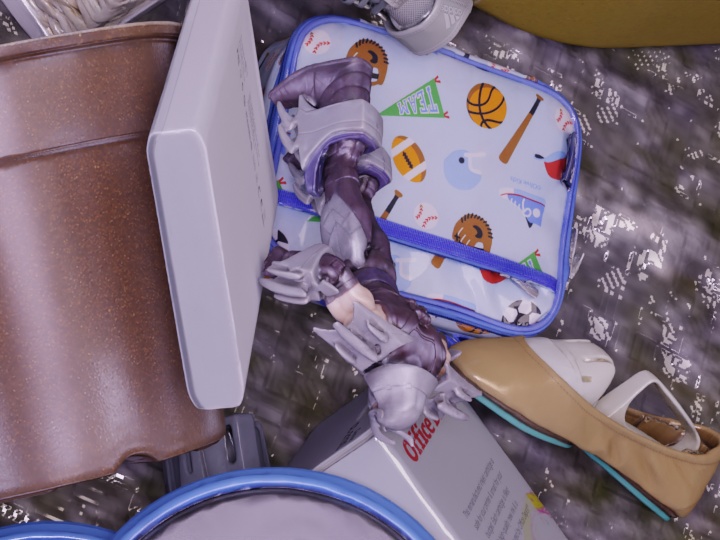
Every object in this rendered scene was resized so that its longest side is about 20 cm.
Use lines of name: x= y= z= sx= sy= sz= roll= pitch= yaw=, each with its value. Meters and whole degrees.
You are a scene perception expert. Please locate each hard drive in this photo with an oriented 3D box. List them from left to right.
hard drive: x=-0.065 y=-0.043 z=1.090 sx=0.027 sy=0.200 sz=0.132 roll=-5 pitch=116 yaw=5

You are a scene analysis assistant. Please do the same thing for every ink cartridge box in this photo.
ink cartridge box: x=0.048 y=0.157 z=1.207 sx=0.200 sy=0.083 sz=0.146 roll=54 pitch=19 yaw=-4

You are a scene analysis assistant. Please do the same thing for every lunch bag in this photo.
lunch bag: x=0.029 y=-0.041 z=1.295 sx=0.200 sy=0.076 sz=0.160 roll=17 pitch=71 yaw=-22

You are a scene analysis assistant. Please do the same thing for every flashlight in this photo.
flashlight: x=-0.064 y=0.178 z=1.196 sx=0.068 sy=0.068 sz=0.200 roll=-12 pitch=76 yaw=5

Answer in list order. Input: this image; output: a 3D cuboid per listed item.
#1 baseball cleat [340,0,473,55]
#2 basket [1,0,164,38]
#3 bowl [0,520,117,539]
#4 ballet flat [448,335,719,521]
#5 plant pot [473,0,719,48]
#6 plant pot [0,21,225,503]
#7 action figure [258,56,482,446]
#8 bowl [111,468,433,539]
baseball cleat: x=0.008 y=-0.157 z=1.210 sx=0.106 sy=0.070 sz=0.200 roll=59 pitch=31 yaw=-1
basket: x=-0.106 y=-0.224 z=1.243 sx=0.200 sy=0.123 sz=0.136 roll=-39 pitch=97 yaw=-31
bowl: x=-0.146 y=0.217 z=1.117 sx=0.201 sy=0.039 sz=0.201 roll=2 pitch=79 yaw=-8
ballet flat: x=0.126 y=0.071 z=1.296 sx=0.200 sy=0.069 sz=0.063 roll=33 pitch=101 yaw=-39
plant pot: x=0.153 y=-0.233 z=1.349 sx=0.200 sy=0.196 sz=0.194 roll=-12 pitch=82 yaw=-23
plant pot: x=-0.159 y=0.002 z=1.127 sx=0.200 sy=0.200 sz=0.198 roll=-13 pitch=91 yaw=-30
action figure: x=0.000 y=0.000 z=1.143 sx=0.130 sy=0.069 sz=0.200 roll=52 pitch=21 yaw=-53
bowl: x=-0.040 y=0.189 z=1.086 sx=0.201 sy=0.039 sz=0.201 roll=0 pitch=79 yaw=-2
